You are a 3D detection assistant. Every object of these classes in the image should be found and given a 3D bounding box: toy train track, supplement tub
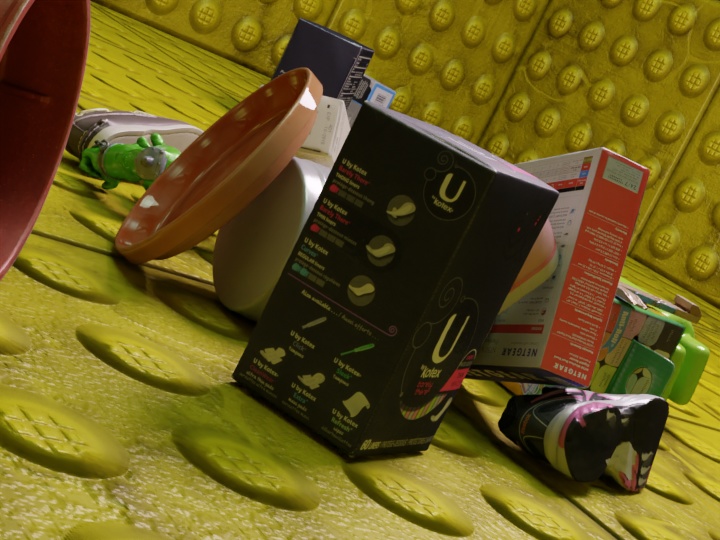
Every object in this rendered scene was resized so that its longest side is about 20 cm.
[{"bbox_3d":[0.251,0.008,1.293,0.200,0.033,0.115,21,11,-39],"label":"toy train track"},{"bbox_3d":[0.000,0.000,1.108,0.200,0.132,0.132,21,11,-33],"label":"supplement tub"}]

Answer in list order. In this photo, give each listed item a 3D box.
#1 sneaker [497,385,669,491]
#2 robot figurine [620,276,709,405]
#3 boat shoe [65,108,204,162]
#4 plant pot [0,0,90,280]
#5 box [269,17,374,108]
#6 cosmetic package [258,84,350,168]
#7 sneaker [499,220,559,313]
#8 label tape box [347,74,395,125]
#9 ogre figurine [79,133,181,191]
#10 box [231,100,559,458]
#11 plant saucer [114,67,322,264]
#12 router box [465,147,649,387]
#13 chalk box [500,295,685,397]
[{"bbox_3d":[0.178,0.121,1.115,0.086,0.080,0.200,20,-1,33],"label":"sneaker"},{"bbox_3d":[0.276,0.071,1.514,0.175,0.116,0.200,1,24,-42],"label":"robot figurine"},{"bbox_3d":[-0.216,-0.124,1.386,0.059,0.072,0.200,34,17,23],"label":"boat shoe"},{"bbox_3d":[-0.281,-0.105,0.792,0.195,0.201,0.201,18,9,1],"label":"plant pot"},{"bbox_3d":[-0.078,-0.307,2.355,0.123,0.199,0.200,27,9,2],"label":"box"},{"bbox_3d":[-0.067,-0.149,1.682,0.105,0.071,0.200,11,-11,7],"label":"cosmetic package"},{"bbox_3d":[0.059,0.004,1.010,0.075,0.200,0.105,31,-27,40],"label":"sneaker"},{"bbox_3d":[-0.042,-0.318,2.676,0.066,0.143,0.200,17,14,-47],"label":"label tape box"},{"bbox_3d":[-0.140,-0.072,1.258,0.200,0.098,0.120,39,-13,-18],"label":"ogre figurine"},{"bbox_3d":[0.025,0.009,0.912,0.106,0.200,0.122,30,11,25],"label":"box"},{"bbox_3d":[-0.105,-0.076,1.072,0.032,0.200,0.200,48,2,-19],"label":"plant saucer"},{"bbox_3d":[0.135,0.000,1.148,0.049,0.180,0.200,22,-10,-23],"label":"router box"},{"bbox_3d":[0.202,0.069,1.301,0.124,0.125,0.200,19,11,-39],"label":"chalk box"}]
